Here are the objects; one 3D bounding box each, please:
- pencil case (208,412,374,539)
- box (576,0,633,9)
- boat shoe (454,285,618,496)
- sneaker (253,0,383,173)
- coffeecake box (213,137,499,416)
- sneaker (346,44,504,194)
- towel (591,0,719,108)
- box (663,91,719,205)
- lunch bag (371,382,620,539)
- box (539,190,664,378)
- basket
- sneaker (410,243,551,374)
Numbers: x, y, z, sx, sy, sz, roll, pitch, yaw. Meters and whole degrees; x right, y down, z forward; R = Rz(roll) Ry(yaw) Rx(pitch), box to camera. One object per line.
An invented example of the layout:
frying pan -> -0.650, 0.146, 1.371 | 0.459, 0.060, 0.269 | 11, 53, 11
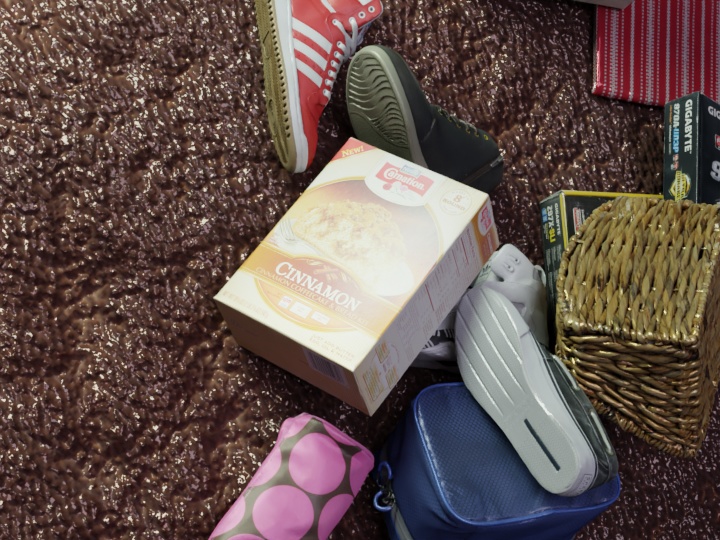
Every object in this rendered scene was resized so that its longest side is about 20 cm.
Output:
pencil case -> -0.076, 0.212, 1.074 | 0.093, 0.091, 0.200 | 38, 65, -4
box -> 0.192, -0.341, 1.279 | 0.198, 0.101, 0.114 | 6, 77, -14
boat shoe -> 0.143, 0.102, 1.082 | 0.071, 0.072, 0.201 | 9, 46, -45
sneaker -> -0.031, -0.188, 1.182 | 0.111, 0.071, 0.202 | -3, 78, -20
coffeecake box -> 0.000, 0.000, 1.111 | 0.153, 0.073, 0.200 | 25, 63, 30
sneaker -> 0.060, -0.133, 1.193 | 0.106, 0.074, 0.201 | -43, 125, -31
towel -> 0.332, -0.239, 1.374 | 0.198, 0.022, 0.146 | 6, 79, -20
box -> 0.381, -0.069, 1.312 | 0.199, 0.046, 0.160 | 21, 67, -37
lunch bag -> 0.104, 0.184, 1.127 | 0.198, 0.133, 0.137 | -2, 56, -22
box -> 0.262, 0.027, 1.275 | 0.158, 0.049, 0.202 | 2, 78, -25
basket -> 0.251, 0.048, 1.169 | 0.201, 0.142, 0.150 | -61, 148, -44
sneaker -> 0.092, 0.033, 1.189 | 0.198, 0.075, 0.116 | 12, 74, -26
